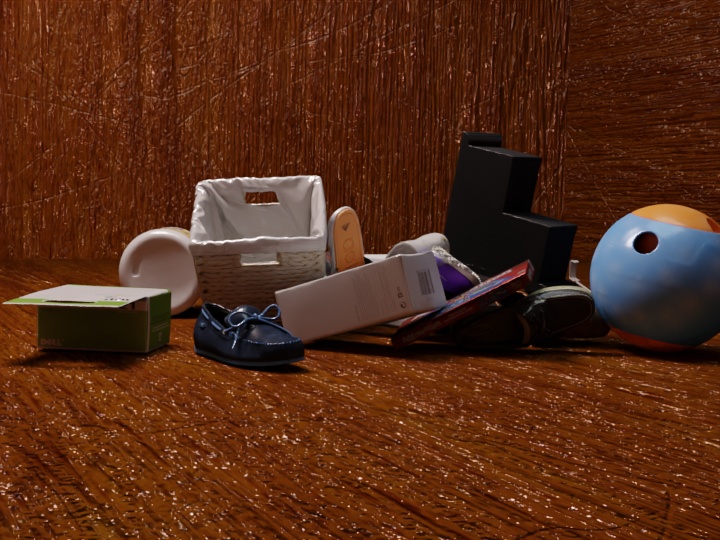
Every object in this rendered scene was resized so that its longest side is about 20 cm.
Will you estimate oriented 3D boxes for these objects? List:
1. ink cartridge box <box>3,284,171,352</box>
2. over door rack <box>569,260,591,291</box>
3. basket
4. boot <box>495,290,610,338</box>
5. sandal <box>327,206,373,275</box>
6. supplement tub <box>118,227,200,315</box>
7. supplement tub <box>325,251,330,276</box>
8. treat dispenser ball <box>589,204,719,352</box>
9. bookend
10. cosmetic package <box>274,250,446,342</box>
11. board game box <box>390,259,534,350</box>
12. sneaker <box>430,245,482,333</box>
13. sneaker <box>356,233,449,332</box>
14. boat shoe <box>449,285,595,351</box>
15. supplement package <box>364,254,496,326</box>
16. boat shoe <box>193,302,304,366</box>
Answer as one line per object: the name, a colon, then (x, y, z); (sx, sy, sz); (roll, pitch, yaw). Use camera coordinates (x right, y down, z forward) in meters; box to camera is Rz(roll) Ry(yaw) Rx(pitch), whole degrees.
ink cartridge box: (-0.335, 0.065, 1.229); (0.147, 0.076, 0.200); (2, 5, 6)
over door rack: (0.325, 0.047, 1.678); (0.147, 0.067, 0.200); (1, 24, -6)
basket: (-0.148, -0.030, 1.492); (0.197, 0.161, 0.200); (-3, 34, -2)
boot: (0.252, 0.053, 1.464); (0.154, 0.074, 0.200); (10, -1, -34)
sandal: (-0.006, 0.003, 1.526); (0.079, 0.207, 0.059); (-31, 36, -29)
supplement tub: (-0.331, -0.001, 1.709); (0.145, 0.146, 0.200); (1, 4, -5)
supplement tub: (-0.055, 0.018, 1.825); (0.107, 0.107, 0.200); (4, 5, 37)
treat dispenser ball: (0.415, 0.010, 1.346); (0.200, 0.202, 0.201); (1, 4, 0)
bookend: (0.233, -0.086, 1.444); (0.198, 0.201, 0.092); (20, 17, 41)
cosmetic package: (0.000, 0.038, 1.322); (0.199, 0.081, 0.113); (-15, -4, 27)
board game box: (0.138, 0.045, 1.324); (0.200, 0.019, 0.103); (-28, 3, 15)
sneaker: (0.123, 0.042, 1.425); (0.070, 0.100, 0.200); (38, -5, 30)
sneaker: (0.055, 0.018, 1.479); (0.200, 0.074, 0.115); (-42, -13, 37)
boat shoe: (0.219, 0.073, 1.319); (0.199, 0.073, 0.065); (-16, 17, 5)
supplement package: (0.109, 0.032, 1.619); (0.155, 0.111, 0.200); (-2, 4, -40)
boat shoe: (-0.145, 0.074, 1.187); (0.199, 0.069, 0.084); (5, 5, 43)
